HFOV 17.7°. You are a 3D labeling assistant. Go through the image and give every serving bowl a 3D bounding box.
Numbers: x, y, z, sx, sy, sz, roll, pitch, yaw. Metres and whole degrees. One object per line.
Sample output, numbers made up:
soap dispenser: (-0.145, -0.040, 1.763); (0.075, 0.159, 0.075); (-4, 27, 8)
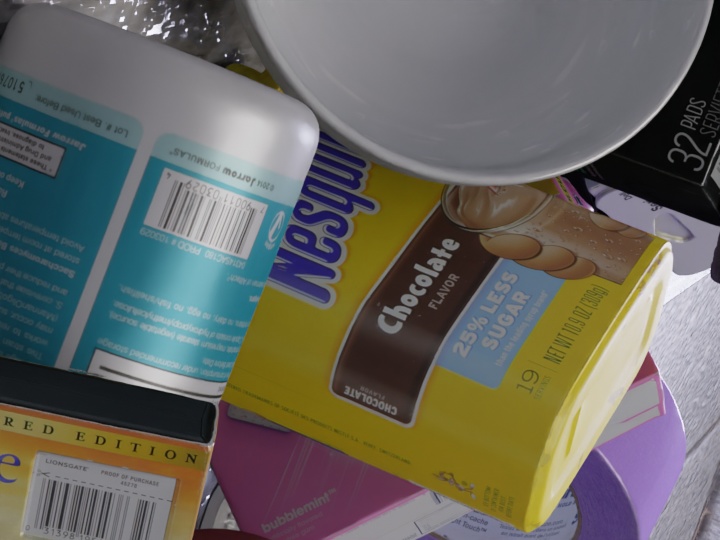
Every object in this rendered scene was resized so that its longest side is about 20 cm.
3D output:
serving bowl: (0.036, -0.127, 0.912); (0.200, 0.200, 0.066); (-64, -167, -14)

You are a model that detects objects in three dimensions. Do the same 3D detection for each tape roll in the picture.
tape roll: (0.063, 0.082, 1.195); (0.066, 0.200, 0.200); (-57, 160, -33)

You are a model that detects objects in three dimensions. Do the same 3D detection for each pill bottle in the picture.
pill bottle: (-0.097, 0.021, 0.768); (0.200, 0.111, 0.111); (-68, 164, 2)

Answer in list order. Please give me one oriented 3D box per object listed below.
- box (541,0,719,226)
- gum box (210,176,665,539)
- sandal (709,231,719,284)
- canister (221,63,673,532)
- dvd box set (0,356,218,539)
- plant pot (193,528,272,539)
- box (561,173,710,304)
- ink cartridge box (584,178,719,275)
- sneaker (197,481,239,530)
box: (0.091, -0.126, 1.020); (0.149, 0.200, 0.124); (-67, 163, -2)
gum box: (0.028, 0.045, 1.009); (0.200, 0.114, 0.066); (-26, 159, 0)
sandal: (0.193, -0.073, 0.973); (0.076, 0.043, 0.200); (-53, 158, -43)
canister: (0.007, 0.008, 0.923); (0.149, 0.200, 0.087); (-52, 158, -44)
dvd box set: (-0.134, 0.117, 0.718); (0.029, 0.146, 0.200); (-87, -170, -65)
plant pot: (-0.099, 0.209, 0.895); (0.179, 0.200, 0.200); (-3, 115, -55)
box: (0.127, -0.071, 1.285); (0.200, 0.047, 0.193); (-21, 91, -67)
ink cartridge box: (0.162, -0.116, 1.235); (0.147, 0.083, 0.200); (32, 42, -57)
sneaker: (-0.044, 0.155, 1.181); (0.079, 0.078, 0.200); (-116, -167, -50)
